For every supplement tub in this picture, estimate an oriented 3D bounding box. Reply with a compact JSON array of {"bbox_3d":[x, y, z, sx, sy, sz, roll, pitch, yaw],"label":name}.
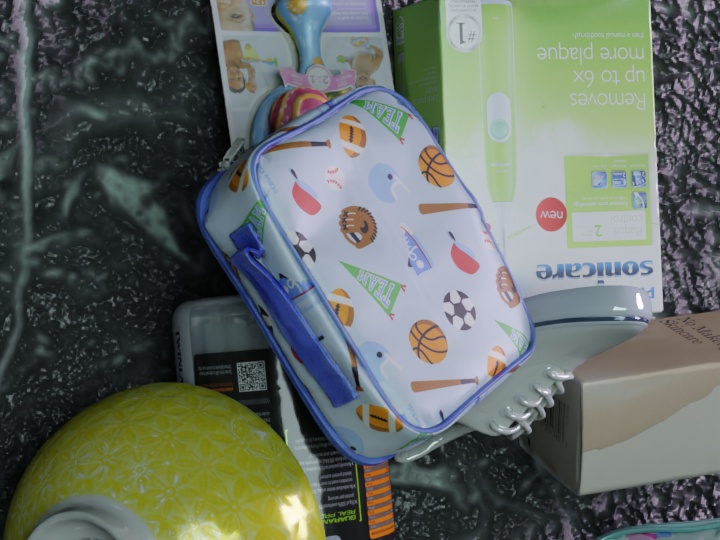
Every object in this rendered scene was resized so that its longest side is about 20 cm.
[{"bbox_3d":[-0.044,0.112,1.406,0.122,0.122,0.201,-5,90,-20],"label":"supplement tub"}]

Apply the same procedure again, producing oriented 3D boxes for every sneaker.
[{"bbox_3d":[0.094,0.065,1.427,0.073,0.200,0.071,12,62,-48],"label":"sneaker"}]

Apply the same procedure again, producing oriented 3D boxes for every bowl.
[{"bbox_3d":[-0.130,0.167,1.323,0.108,0.200,0.201,-8,92,-64],"label":"bowl"}]

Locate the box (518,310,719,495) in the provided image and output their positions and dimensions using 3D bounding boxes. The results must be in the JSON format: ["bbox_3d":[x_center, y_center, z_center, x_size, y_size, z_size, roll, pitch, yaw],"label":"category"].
[{"bbox_3d":[0.209,0.079,1.506,0.199,0.095,0.078,-8,109,-21],"label":"box"}]

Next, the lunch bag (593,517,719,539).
[{"bbox_3d":[0.228,0.228,1.472,0.199,0.077,0.161,-8,67,7],"label":"lunch bag"}]

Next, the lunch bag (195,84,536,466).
[{"bbox_3d":[0.000,0.000,1.330,0.160,0.076,0.200,-35,92,-44],"label":"lunch bag"}]

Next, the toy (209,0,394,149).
[{"bbox_3d":[-0.021,-0.093,1.429,0.115,0.047,0.201,-2,70,-23],"label":"toy"}]

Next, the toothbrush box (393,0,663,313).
[{"bbox_3d":[0.104,-0.070,1.484,0.145,0.086,0.201,-1,90,-20],"label":"toothbrush box"}]
